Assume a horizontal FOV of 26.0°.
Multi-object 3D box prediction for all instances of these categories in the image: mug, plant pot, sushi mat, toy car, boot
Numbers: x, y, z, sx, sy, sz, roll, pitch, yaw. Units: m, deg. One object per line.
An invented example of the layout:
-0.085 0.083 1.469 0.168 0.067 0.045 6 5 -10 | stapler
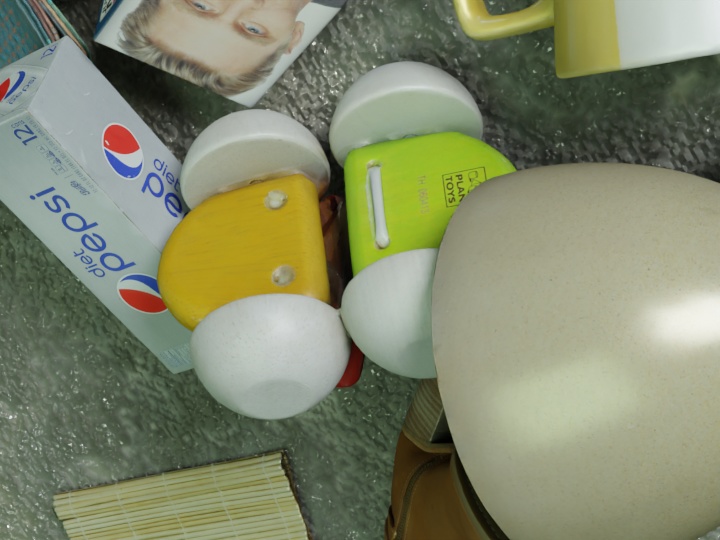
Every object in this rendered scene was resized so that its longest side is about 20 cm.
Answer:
0.133 -0.171 0.703 0.186 0.149 0.154 -10 97 -2 | mug
0.145 0.034 0.729 0.134 0.200 0.201 -17 101 37 | plant pot
-0.117 0.179 1.042 0.199 0.012 0.096 -15 103 30 | sushi mat
0.000 0.000 0.841 0.199 0.176 0.150 -16 143 13 | toy car
0.055 0.153 0.851 0.076 0.200 0.156 5 114 -21 | boot

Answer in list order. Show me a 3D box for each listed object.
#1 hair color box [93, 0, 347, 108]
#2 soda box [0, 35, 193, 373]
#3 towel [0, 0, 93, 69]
-0.048 -0.172 0.791 0.100 0.061 0.200 21 143 -23 | hair color box
-0.136 -0.033 0.891 0.063 0.068 0.200 -19 128 31 | soda box
-0.242 -0.129 0.949 0.147 0.022 0.200 54 140 0 | towel
